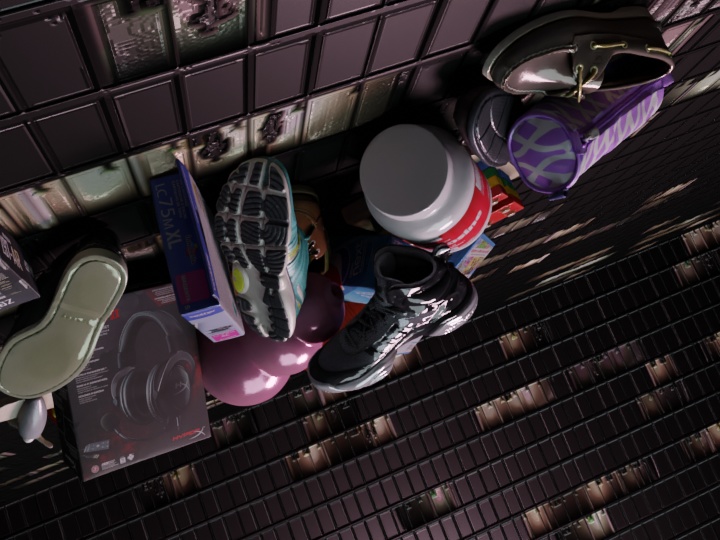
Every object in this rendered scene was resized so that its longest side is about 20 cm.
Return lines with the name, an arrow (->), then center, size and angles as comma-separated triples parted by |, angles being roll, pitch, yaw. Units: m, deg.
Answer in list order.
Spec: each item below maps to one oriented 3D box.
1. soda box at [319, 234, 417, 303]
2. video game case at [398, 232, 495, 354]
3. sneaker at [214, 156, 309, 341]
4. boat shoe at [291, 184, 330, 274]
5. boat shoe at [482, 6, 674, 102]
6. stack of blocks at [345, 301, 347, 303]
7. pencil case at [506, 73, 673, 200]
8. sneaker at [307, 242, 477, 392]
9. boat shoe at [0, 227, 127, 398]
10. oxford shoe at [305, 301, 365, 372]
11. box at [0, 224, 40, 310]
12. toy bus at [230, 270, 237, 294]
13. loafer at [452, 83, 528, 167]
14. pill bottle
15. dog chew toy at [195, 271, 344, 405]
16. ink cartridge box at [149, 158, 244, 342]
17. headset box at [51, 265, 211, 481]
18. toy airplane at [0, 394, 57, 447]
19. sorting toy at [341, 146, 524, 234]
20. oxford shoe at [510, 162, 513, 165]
soda box -> 0.000, 0.000, 0.966 | 0.067, 0.065, 0.199 | 24, 168, -28
video game case -> 0.106, 0.032, 1.090 | 0.201, 0.018, 0.143 | -52, 165, 7
sneaker -> -0.086, -0.026, 0.770 | 0.080, 0.076, 0.202 | -58, 157, -44
boat shoe -> -0.064, -0.038, 0.882 | 0.071, 0.069, 0.200 | -22, 168, 7
boat shoe -> 0.197, -0.185, 0.714 | 0.198, 0.060, 0.072 | -17, 157, -29
stack of blocks -> -0.008, 0.018, 1.135 | 0.198, 0.059, 0.115 | -21, -154, -11
pencil case -> 0.222, -0.149, 0.785 | 0.200, 0.085, 0.085 | -39, -171, -38
sneaker -> 0.018, 0.041, 0.822 | 0.198, 0.076, 0.114 | -31, 138, 2
boat shoe -> -0.276, 0.037, 0.747 | 0.074, 0.067, 0.200 | 21, 123, -28
oxford shoe -> 0.009, 0.071, 1.059 | 0.199, 0.072, 0.073 | -40, 144, 13
box -> -0.362, 0.017, 0.608 | 0.198, 0.044, 0.160 | -21, 169, -12
toy bus -> -0.168, 0.040, 1.052 | 0.078, 0.066, 0.199 | -31, 166, 29
loafer -> 0.130, -0.143, 0.797 | 0.199, 0.062, 0.073 | -1, 114, -59
pill bottle -> 0.067, -0.082, 0.822 | 0.111, 0.114, 0.200 | -25, 169, 14
dog chew toy -> -0.099, 0.069, 0.910 | 0.199, 0.126, 0.124 | -32, 166, 29
ink cartridge box -> -0.144, -0.009, 0.721 | 0.041, 0.121, 0.200 | -15, 169, -7
headset box -> -0.252, 0.097, 0.864 | 0.147, 0.203, 0.077 | -13, -166, -35
toy airplane -> -0.343, 0.155, 1.038 | 0.198, 0.143, 0.199 | -22, 168, 0
sorting toy -> 0.105, -0.078, 1.027 | 0.197, 0.070, 0.200 | -26, 169, 18
oxford shoe -> 0.219, -0.143, 0.976 | 0.072, 0.071, 0.200 | -51, 168, 11
